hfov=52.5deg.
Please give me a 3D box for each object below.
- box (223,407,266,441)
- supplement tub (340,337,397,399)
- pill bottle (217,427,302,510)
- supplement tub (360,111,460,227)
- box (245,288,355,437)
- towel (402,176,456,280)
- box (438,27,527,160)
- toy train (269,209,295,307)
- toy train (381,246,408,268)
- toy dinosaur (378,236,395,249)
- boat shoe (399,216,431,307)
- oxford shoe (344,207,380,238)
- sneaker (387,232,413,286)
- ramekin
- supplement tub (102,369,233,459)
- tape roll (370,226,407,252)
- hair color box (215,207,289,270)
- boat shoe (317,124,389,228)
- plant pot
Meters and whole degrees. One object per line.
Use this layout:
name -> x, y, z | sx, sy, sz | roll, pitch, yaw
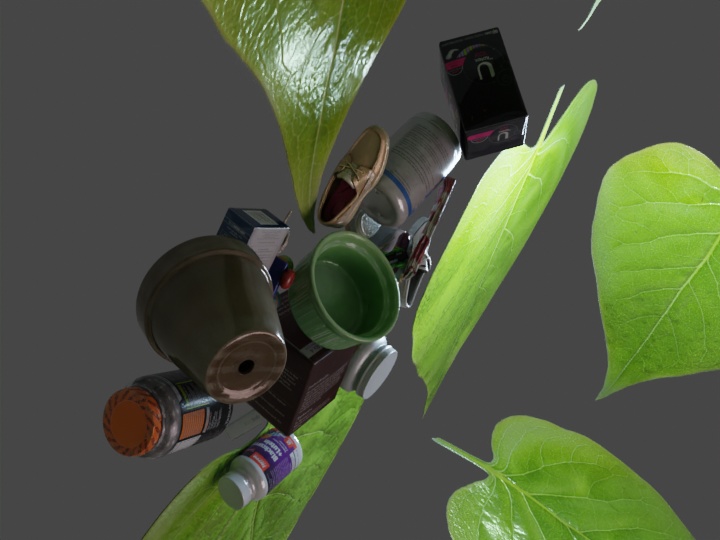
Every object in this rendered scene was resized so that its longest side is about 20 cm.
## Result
box -> -0.184, 0.284, 1.559 | 0.144, 0.037, 0.199 | -35, 175, 37
supplement tub -> -0.033, 0.166, 1.573 | 0.145, 0.199, 0.146 | -46, 159, -24
pill bottle -> -0.234, 0.459, 1.694 | 0.199, 0.111, 0.113 | -34, 151, -49
supplement tub -> 0.087, -0.192, 1.395 | 0.200, 0.131, 0.133 | -46, 159, -24
box -> -0.126, 0.168, 1.405 | 0.165, 0.163, 0.203 | -29, 148, -51
towel -> 0.131, -0.081, 1.448 | 0.144, 0.022, 0.203 | 103, 11, -84
box -> 0.227, -0.331, 1.370 | 0.120, 0.204, 0.106 | -14, 158, 3
toy train -> -0.140, -0.009, 1.235 | 0.203, 0.084, 0.116 | -64, 174, 9
toy train -> 0.000, 0.000, 1.419 | 0.196, 0.043, 0.056 | -18, 175, 0
toy dinosaur -> -0.009, -0.029, 1.451 | 0.199, 0.100, 0.060 | -9, 91, -57
boat shoe -> 0.121, -0.016, 1.584 | 0.072, 0.065, 0.203 | 37, 76, -54
oxford shoe -> 0.027, -0.120, 1.489 | 0.200, 0.057, 0.076 | -45, 116, -49
sneaker -> 0.043, -0.001, 1.479 | 0.075, 0.088, 0.203 | 106, 5, -63
ramekin -> -0.034, 0.041, 1.298 | 0.097, 0.202, 0.199 | -28, -175, 45
supplement tub -> -0.297, 0.219, 1.138 | 0.124, 0.122, 0.199 | -59, 160, 10
tape roll -> 0.039, 0.000, 1.597 | 0.199, 0.065, 0.204 | -30, 130, -43
hair color box -> -0.196, 0.005, 1.128 | 0.202, 0.060, 0.100 | -62, 158, 16
boat shoe -> -0.015, -0.161, 1.285 | 0.203, 0.073, 0.069 | -63, 164, 18
plant pot -> -0.187, 0.082, 1.001 | 0.197, 0.174, 0.203 | -20, 132, -24
